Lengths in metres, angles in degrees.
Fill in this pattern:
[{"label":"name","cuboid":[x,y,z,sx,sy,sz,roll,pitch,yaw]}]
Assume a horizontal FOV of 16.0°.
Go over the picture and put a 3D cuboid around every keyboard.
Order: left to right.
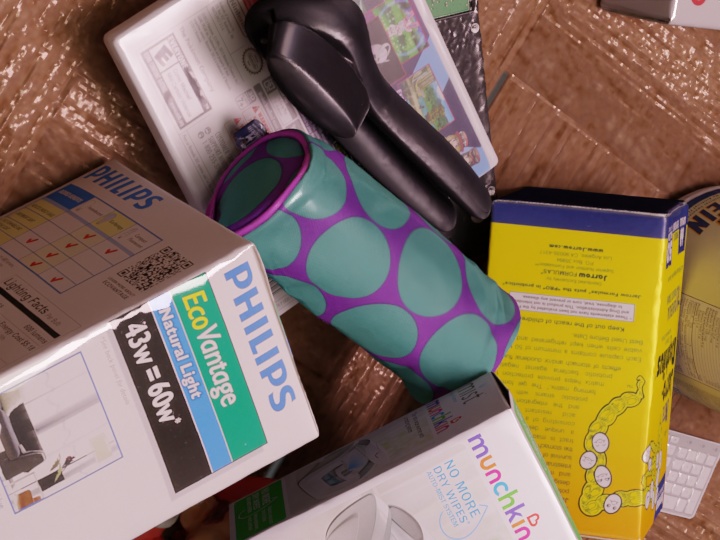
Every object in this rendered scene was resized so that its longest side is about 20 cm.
[{"label":"keyboard","cuboid":[0.155,0.120,1.694,0.200,0.011,0.056,17,94,-31]}]

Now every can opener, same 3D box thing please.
[{"label":"can opener","cuboid":[0.003,-0.086,1.458,0.200,0.063,0.079,45,53,-39]}]

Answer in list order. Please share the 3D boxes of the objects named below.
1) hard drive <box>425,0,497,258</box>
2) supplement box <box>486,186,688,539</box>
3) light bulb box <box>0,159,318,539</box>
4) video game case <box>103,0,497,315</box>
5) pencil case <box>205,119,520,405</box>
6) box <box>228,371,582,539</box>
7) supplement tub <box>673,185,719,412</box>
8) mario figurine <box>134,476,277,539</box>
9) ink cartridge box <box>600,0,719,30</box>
[{"label":"hard drive","cuboid":[0.010,-0.093,1.539,0.140,0.038,0.200,-17,111,-25]},{"label":"supplement box","cuboid":[0.135,0.055,1.575,0.109,0.109,0.200,6,98,13]},{"label":"light bulb box","cuboid":[-0.163,0.055,1.385,0.200,0.198,0.125,-28,117,-19]},{"label":"video game case","cuboid":[-0.030,-0.097,1.481,0.182,0.023,0.200,-35,116,-17]},{"label":"pencil case","cuboid":[0.000,0.000,1.458,0.200,0.092,0.085,38,47,-34]},{"label":"box","cuboid":[0.047,0.189,1.450,0.176,0.097,0.200,-26,101,2]},{"label":"supplement tub","cuboid":[0.275,0.033,1.626,0.145,0.200,0.145,-8,107,-28]},{"label":"mario figurine","cuboid":[-0.110,0.195,1.504,0.200,0.106,0.123,-35,149,-9]},{"label":"ink cartridge box","cuboid":[0.262,-0.222,1.619,0.200,0.084,0.145,2,102,-29]}]
